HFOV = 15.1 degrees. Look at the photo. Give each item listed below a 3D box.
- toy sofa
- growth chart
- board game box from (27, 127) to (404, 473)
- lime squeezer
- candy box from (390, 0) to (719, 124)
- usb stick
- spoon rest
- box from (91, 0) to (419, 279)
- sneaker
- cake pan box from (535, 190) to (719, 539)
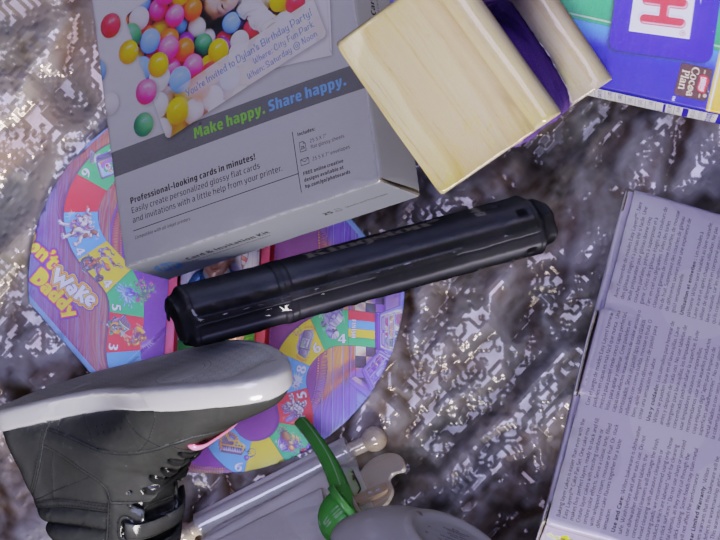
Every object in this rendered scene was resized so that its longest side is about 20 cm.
[{"bbox_3d":[0.069,-0.104,1.237,0.098,0.200,0.083,-34,90,14],"label":"toy sofa"},{"bbox_3d":[-0.036,0.162,1.345,0.145,0.200,0.018,-21,126,12],"label":"growth chart"},{"bbox_3d":[-0.080,0.008,1.404,0.158,0.039,0.200,-42,86,4],"label":"board game box"},{"bbox_3d":[-0.018,0.140,1.322,0.038,0.200,0.071,38,131,-22],"label":"lime squeezer"},{"bbox_3d":[0.110,-0.176,1.365,0.200,0.077,0.169,13,93,5],"label":"candy box"},{"bbox_3d":[0.000,0.000,1.366,0.200,0.055,0.033,-15,94,-10],"label":"usb stick"},{"bbox_3d":[0.074,0.168,1.279,0.200,0.099,0.061,23,111,-12],"label":"spoon rest"},{"bbox_3d":[-0.058,-0.113,1.350,0.156,0.041,0.200,-17,71,29],"label":"box"},{"bbox_3d":[-0.096,0.097,1.365,0.200,0.071,0.099,-13,99,42],"label":"sneaker"},{"bbox_3d":[0.195,0.069,1.332,0.184,0.052,0.200,15,65,1],"label":"cake pan box"}]
